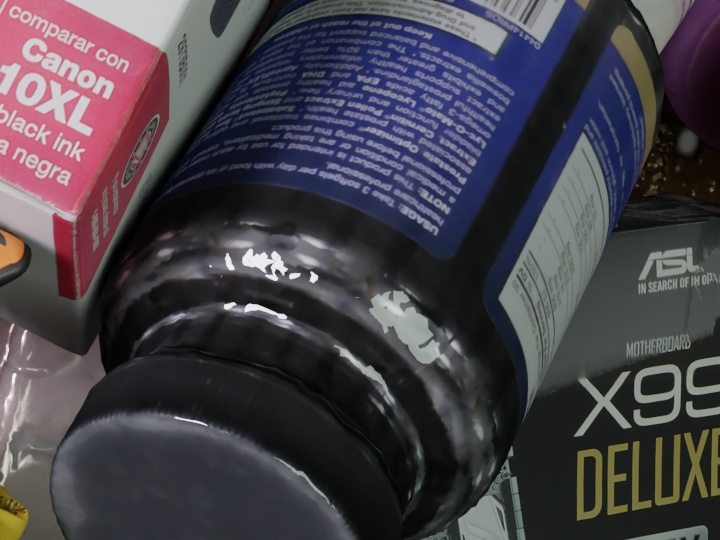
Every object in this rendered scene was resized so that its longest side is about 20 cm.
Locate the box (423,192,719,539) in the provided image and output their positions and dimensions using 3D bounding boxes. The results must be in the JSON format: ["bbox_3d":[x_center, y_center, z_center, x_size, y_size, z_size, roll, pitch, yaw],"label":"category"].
[{"bbox_3d":[0.030,0.065,0.851,0.199,0.050,0.158,-7,103,-29],"label":"box"}]

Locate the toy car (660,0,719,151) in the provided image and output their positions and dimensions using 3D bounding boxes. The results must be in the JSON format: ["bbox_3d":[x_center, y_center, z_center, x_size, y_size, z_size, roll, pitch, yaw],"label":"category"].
[{"bbox_3d":[0.171,-0.069,0.865,0.149,0.200,0.175,-14,135,-8],"label":"toy car"}]

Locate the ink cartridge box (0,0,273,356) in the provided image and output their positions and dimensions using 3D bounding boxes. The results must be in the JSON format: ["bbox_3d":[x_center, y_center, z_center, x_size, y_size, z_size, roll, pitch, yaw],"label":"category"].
[{"bbox_3d":[-0.062,-0.097,0.704,0.084,0.145,0.200,26,75,2],"label":"ink cartridge box"}]

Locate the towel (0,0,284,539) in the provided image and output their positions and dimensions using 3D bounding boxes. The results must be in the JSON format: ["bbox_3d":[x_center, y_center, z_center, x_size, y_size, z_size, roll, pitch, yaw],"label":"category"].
[{"bbox_3d":[-0.020,0.010,0.858,0.199,0.032,0.192,10,94,-31],"label":"towel"}]

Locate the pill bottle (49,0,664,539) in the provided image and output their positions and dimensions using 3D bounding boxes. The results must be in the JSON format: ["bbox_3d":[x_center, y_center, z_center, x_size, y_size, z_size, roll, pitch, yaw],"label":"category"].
[{"bbox_3d":[0.000,0.000,0.717,0.112,0.112,0.200,56,42,-26],"label":"pill bottle"}]

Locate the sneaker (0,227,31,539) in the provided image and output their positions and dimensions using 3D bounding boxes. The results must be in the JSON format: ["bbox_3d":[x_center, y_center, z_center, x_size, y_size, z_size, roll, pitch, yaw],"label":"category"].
[{"bbox_3d":[-0.126,0.076,0.645,0.090,0.070,0.201,7,103,-9],"label":"sneaker"}]

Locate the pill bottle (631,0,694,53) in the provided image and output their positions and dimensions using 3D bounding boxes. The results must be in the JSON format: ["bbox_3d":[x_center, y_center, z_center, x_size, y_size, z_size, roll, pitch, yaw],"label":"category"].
[{"bbox_3d":[0.088,-0.163,0.831,0.112,0.112,0.200,44,68,-29],"label":"pill bottle"}]
